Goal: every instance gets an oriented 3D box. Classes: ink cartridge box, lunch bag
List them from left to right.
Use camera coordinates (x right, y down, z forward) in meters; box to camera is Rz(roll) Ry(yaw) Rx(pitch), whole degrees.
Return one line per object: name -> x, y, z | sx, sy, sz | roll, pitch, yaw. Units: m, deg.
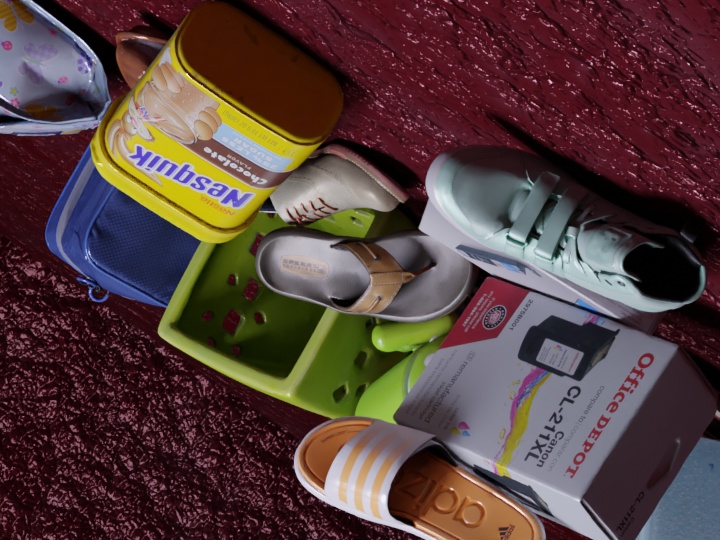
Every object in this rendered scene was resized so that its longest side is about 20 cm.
lunch bag -> -0.334, -0.192, 1.936 | 0.200, 0.127, 0.170 | 34, 173, -16
lunch bag -> -0.203, -0.059, 1.940 | 0.136, 0.200, 0.132 | 33, 173, -27
ink cartridge box -> 0.141, 0.001, 1.629 | 0.200, 0.045, 0.176 | 32, 168, 5
ink cartridge box -> 0.149, 0.105, 1.565 | 0.200, 0.146, 0.083 | 20, 159, 44

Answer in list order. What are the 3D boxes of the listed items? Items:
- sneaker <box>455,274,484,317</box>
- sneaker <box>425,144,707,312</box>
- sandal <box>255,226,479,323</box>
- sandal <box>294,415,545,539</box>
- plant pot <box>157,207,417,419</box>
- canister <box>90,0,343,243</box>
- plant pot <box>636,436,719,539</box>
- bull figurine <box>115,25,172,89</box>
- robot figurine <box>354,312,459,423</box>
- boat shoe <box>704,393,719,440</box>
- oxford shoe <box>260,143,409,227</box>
sneaker -> 0.120, 0.068, 1.813 | 0.200, 0.077, 0.084 | 60, 150, -8
sneaker -> 0.145, -0.034, 1.386 | 0.200, 0.074, 0.118 | 25, 176, -7
sandal -> 0.000, 0.000, 1.715 | 0.200, 0.082, 0.055 | 9, -170, 17
sandal -> 0.045, 0.158, 1.542 | 0.206, 0.079, 0.059 | 22, 157, 19
plant pot -> -0.031, 0.034, 1.883 | 0.199, 0.200, 0.181 | 22, 172, 44
canister -> -0.114, -0.115, 1.608 | 0.148, 0.087, 0.200 | 33, 150, -10
plant pot -> 0.313, 0.261, 1.707 | 0.196, 0.200, 0.196 | 11, 166, 7
bull figurine -> -0.144, -0.141, 1.776 | 0.121, 0.065, 0.200 | 23, 166, 30
robot figurine -> 0.070, 0.123, 1.747 | 0.116, 0.176, 0.200 | 1, 158, -28
boat shoe -> 0.223, 0.093, 1.701 | 0.200, 0.063, 0.071 | 32, -172, 14
oxford shoe -> -0.029, -0.064, 1.749 | 0.071, 0.074, 0.200 | 40, 167, -27
